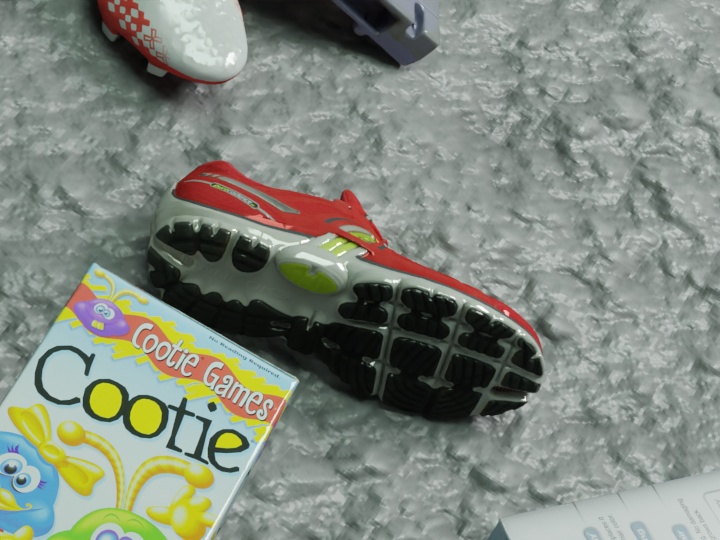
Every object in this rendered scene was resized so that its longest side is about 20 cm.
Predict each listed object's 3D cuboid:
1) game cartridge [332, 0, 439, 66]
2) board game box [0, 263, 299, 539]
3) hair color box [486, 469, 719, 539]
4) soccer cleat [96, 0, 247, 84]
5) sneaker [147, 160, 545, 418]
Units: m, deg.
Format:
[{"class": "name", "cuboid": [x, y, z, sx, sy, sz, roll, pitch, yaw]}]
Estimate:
[{"class": "game cartridge", "cuboid": [-0.032, -0.208, 1.528, 0.200, 0.038, 0.130, 39, 31, -34]}, {"class": "board game box", "cuboid": [-0.120, 0.113, 1.207, 0.103, 0.105, 0.200, 29, 45, -1]}, {"class": "hair color box", "cuboid": [0.154, 0.151, 1.340, 0.200, 0.061, 0.099, -9, 55, -33]}, {"class": "soccer cleat", "cuboid": [-0.106, -0.181, 1.489, 0.069, 0.085, 0.200, -6, 54, -30]}, {"class": "sneaker", "cuboid": [0.000, 0.000, 1.391, 0.200, 0.077, 0.085, 24, 40, -5]}]
